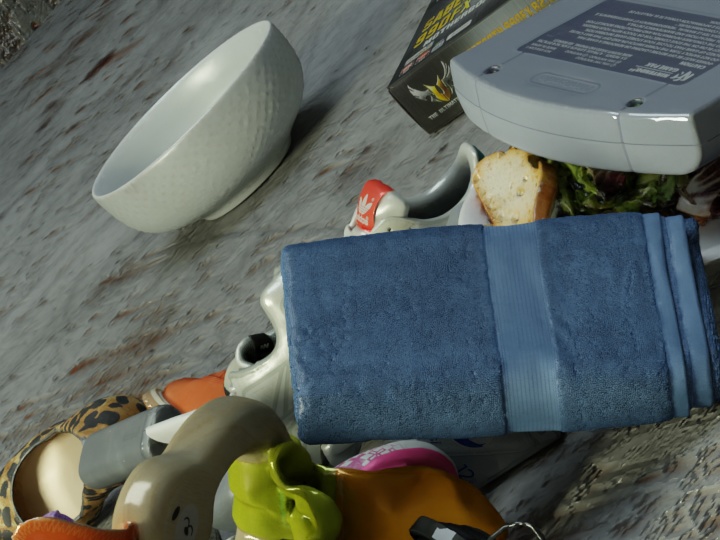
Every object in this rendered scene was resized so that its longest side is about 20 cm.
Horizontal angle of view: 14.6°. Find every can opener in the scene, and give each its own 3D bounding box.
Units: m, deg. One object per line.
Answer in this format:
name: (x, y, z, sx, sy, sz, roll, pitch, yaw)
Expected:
can opener: (-0.097, 0.106, 1.456, 0.200, 0.053, 0.067, -25, 53, 63)

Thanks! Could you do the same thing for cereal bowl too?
cereal bowl: (-0.117, -0.102, 2.247, 0.200, 0.083, 0.200, -40, 16, 14)

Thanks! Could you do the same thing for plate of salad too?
plate of salad: (0.142, -0.054, 1.417, 0.199, 0.048, 0.200, -15, 28, 8)

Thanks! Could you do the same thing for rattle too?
rattle: (-0.045, 0.131, 1.252, 0.131, 0.142, 0.200, -65, -21, 6)

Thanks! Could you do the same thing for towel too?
towel: (0.064, 0.030, 1.294, 0.199, 0.049, 0.112, -4, 50, 1)

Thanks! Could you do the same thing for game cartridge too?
game cartridge: (0.139, -0.097, 1.407, 0.133, 0.041, 0.200, -25, 24, -26)

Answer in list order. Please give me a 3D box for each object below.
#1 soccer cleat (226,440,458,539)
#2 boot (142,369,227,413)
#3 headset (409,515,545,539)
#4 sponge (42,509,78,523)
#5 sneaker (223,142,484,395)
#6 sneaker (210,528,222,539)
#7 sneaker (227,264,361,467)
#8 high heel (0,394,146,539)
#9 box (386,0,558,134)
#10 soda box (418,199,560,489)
soccer cleat: (-0.037, 0.145, 1.409, 0.200, 0.070, 0.086, -43, 27, 10)
boot: (-0.061, 0.086, 1.660, 0.107, 0.075, 0.200, -37, 16, -13)
headset: (0.040, 0.168, 1.209, 0.124, 0.094, 0.200, -55, 3, -37)
sponge: (-0.203, 0.234, 1.521, 0.112, 0.030, 0.201, -41, 27, 41)
sneaker: (0.001, 0.000, 1.566, 0.199, 0.094, 0.070, -30, 30, -13)
sneaker: (-0.121, 0.171, 1.501, 0.077, 0.083, 0.200, -3, 28, 14)
sneaker: (-0.033, 0.075, 1.470, 0.075, 0.081, 0.201, -72, 1, -54)
high heel: (-0.201, 0.133, 1.787, 0.199, 0.072, 0.142, -31, -8, 20)
box: (0.120, -0.198, 1.960, 0.200, 0.048, 0.159, -33, 19, 34)
soda box: (0.074, 0.024, 1.456, 0.063, 0.068, 0.200, -36, 17, 29)
